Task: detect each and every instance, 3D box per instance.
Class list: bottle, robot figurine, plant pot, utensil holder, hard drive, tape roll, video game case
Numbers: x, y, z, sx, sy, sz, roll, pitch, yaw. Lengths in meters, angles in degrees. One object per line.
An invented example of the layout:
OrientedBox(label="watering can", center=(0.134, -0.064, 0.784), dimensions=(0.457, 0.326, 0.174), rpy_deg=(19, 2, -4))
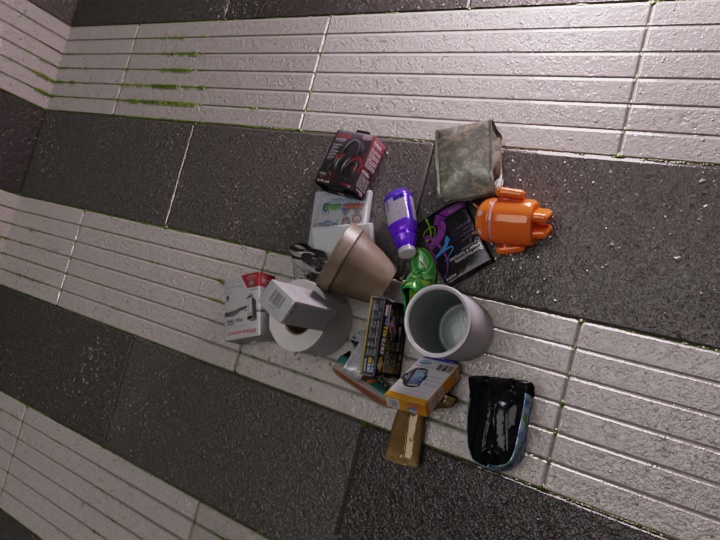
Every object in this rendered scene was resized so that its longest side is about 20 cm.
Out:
OrientedBox(label="bottle", center=(0.115, -0.127, 1.680), dimensions=(0.083, 0.065, 0.202), rpy_deg=(-27, 53, 27))
OrientedBox(label="robot figurine", center=(0.372, -0.120, 1.523), dimensions=(0.198, 0.144, 0.118), rpy_deg=(8, 61, 30))
OrientedBox(label="plant pot", center=(0.000, 0.000, 1.656), dimensions=(0.172, 0.200, 0.201), rpy_deg=(32, 96, 3))
OrientedBox(label="utensil holder", center=(0.222, 0.137, 1.502), dimensions=(0.168, 0.199, 0.172), rpy_deg=(-7, 75, 28))
OrientedBox(label="hard drive", center=(-0.047, -0.066, 1.781), dimensions=(0.198, 0.026, 0.134), rpy_deg=(-2, 100, 31))
OrientedBox(label="tape roll", center=(-0.142, 0.137, 1.750), dimensions=(0.200, 0.139, 0.206), rpy_deg=(-7, 76, 29))
OrientedBox(label="video game case", center=(-0.062, -0.148, 1.836), dimensions=(0.198, 0.024, 0.185), rpy_deg=(3, 80, 30))

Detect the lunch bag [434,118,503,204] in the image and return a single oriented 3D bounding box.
OrientedBox(label="lunch bag", center=(0.286, -0.274, 1.608), dimensions=(0.162, 0.117, 0.203), rpy_deg=(-5, 71, 28))

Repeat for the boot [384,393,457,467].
OrientedBox(label="boot", center=(0.156, 0.401, 1.565), dimensions=(0.174, 0.066, 0.203), rpy_deg=(6, 82, 40))

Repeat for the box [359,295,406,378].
OrientedBox(label="box", center=(0.067, 0.179, 1.607), dimensions=(0.049, 0.159, 0.203), rpy_deg=(4, 82, 31))

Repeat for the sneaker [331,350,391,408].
OrientedBox(label="sneaker", center=(0.021, 0.290, 1.659), dimensions=(0.199, 0.072, 0.080), rpy_deg=(33, 64, 16))

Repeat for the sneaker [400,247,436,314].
OrientedBox(label="sneaker", center=(0.154, 0.035, 1.633), dimensions=(0.073, 0.083, 0.203), rpy_deg=(-1, 78, 30))

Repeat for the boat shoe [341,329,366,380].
OrientedBox(label="boat shoe", center=(0.005, 0.199, 1.648), dimensions=(0.068, 0.072, 0.202), rpy_deg=(26, 63, -1))

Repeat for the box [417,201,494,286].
OrientedBox(label="box", center=(0.251, -0.076, 1.631), dimensions=(0.142, 0.036, 0.202), rpy_deg=(-32, 66, 21))

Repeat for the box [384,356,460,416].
OrientedBox(label="box", center=(0.163, 0.281, 1.530), dimensions=(0.118, 0.199, 0.042), rpy_deg=(6, 117, 38))

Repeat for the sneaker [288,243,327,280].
OrientedBox(label="sneaker", center=(-0.145, -0.001, 1.801), dimensions=(0.200, 0.075, 0.117), rpy_deg=(32, 133, 56))

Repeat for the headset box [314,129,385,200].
OrientedBox(label="headset box", center=(-0.027, -0.323, 1.812), dimensions=(0.147, 0.075, 0.202), rpy_deg=(18, 80, 34))

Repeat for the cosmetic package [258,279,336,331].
OrientedBox(label="cosmetic package", center=(-0.159, 0.092, 1.571), dimensions=(0.101, 0.199, 0.074), rpy_deg=(40, 99, 31))

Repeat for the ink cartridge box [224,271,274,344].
OrientedBox(label="ink cartridge box", center=(-0.344, 0.119, 1.904), dimensions=(0.145, 0.083, 0.203), rpy_deg=(-12, 73, 27))

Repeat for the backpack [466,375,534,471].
OrientedBox(label="backpack", center=(0.325, 0.367, 1.436), dimensions=(0.161, 0.154, 0.202), rpy_deg=(-2, 56, 27))
